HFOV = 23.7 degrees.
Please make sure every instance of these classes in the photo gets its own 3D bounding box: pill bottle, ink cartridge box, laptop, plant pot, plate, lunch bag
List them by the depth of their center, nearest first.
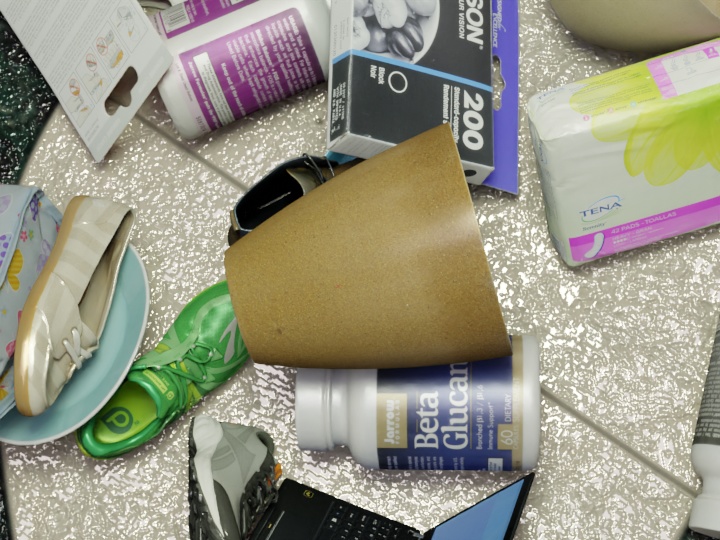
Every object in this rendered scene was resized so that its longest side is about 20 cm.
[{"bbox_3d":[0.000,0.000,1.340,0.198,0.186,0.188,-15,78,4],"label":"plant pot"},{"bbox_3d":[0.016,0.207,1.353,0.198,0.177,0.104,21,117,7],"label":"laptop"},{"bbox_3d":[0.331,0.121,1.389,0.115,0.116,0.202,14,81,7],"label":"pill bottle"},{"bbox_3d":[0.048,0.108,1.414,0.198,0.111,0.112,0,79,4],"label":"pill bottle"},{"bbox_3d":[-0.344,0.034,1.422,0.168,0.127,0.202,3,60,21],"label":"lunch bag"},{"bbox_3d":[0.065,-0.179,1.440,0.198,0.043,0.200,11,71,-32],"label":"ink cartridge box"},{"bbox_3d":[0.230,-0.263,1.448,0.134,0.199,0.202,-28,76,34],"label":"plant pot"},{"bbox_3d":[-0.254,0.057,1.457,0.199,0.026,0.202,-16,58,26],"label":"plate"},{"bbox_3d":[-0.233,-0.221,1.479,0.057,0.163,0.201,-30,80,-44],"label":"ink cartridge box"},{"bbox_3d":[-0.084,-0.201,1.483,0.198,0.112,0.113,-23,78,0],"label":"pill bottle"}]

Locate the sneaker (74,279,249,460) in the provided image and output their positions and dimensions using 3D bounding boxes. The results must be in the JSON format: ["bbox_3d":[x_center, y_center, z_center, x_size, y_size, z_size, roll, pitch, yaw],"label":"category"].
[{"bbox_3d":[-0.156,0.091,1.441,0.200,0.084,0.074,-45,98,-1],"label":"sneaker"}]

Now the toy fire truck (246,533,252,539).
[{"bbox_3d":[-0.061,0.284,1.375,0.198,0.112,0.169,-4,59,-32],"label":"toy fire truck"}]

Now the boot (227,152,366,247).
[{"bbox_3d":[-0.020,-0.060,1.420,0.199,0.097,0.075,-27,77,-1],"label":"boot"}]

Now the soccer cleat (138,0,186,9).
[{"bbox_3d":[-0.231,-0.283,1.533,0.198,0.069,0.078,24,85,5],"label":"soccer cleat"}]

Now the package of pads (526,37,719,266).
[{"bbox_3d":[0.243,-0.100,1.416,0.198,0.155,0.069,-17,43,1],"label":"package of pads"}]

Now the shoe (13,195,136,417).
[{"bbox_3d":[-0.232,0.026,1.395,0.053,0.070,0.202,7,62,13],"label":"shoe"}]

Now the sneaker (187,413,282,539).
[{"bbox_3d":[-0.101,0.174,1.381,0.078,0.200,0.075,2,113,-5],"label":"sneaker"}]

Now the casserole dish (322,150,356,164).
[{"bbox_3d":[0.002,-0.041,1.483,0.121,0.039,0.201,35,83,10],"label":"casserole dish"}]
